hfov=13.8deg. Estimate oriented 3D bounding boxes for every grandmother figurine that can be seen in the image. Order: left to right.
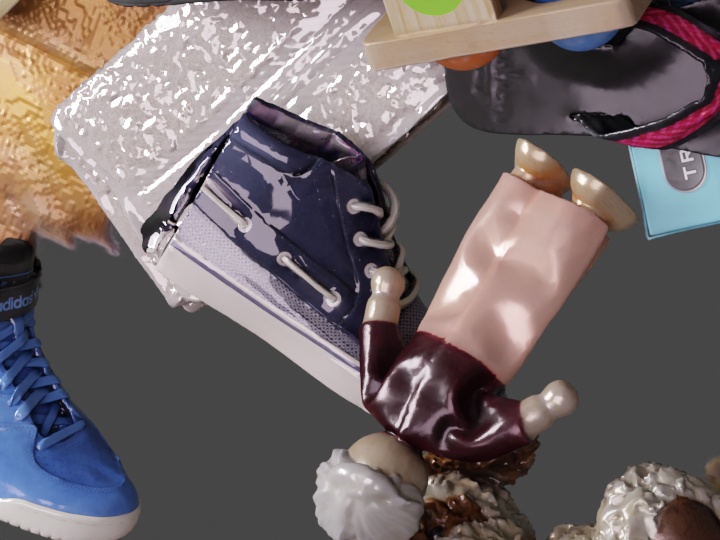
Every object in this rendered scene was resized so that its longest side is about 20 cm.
[{"bbox_3d":[0.048,0.042,1.353,0.121,0.061,0.200,29,82,43],"label":"grandmother figurine"}]

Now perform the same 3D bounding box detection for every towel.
[{"bbox_3d":[-0.054,-0.082,1.467,0.200,0.034,0.133,-41,80,23],"label":"towel"}]

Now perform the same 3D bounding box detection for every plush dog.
[{"bbox_3d":[0.067,0.162,1.383,0.172,0.160,0.200,34,83,16],"label":"plush dog"}]

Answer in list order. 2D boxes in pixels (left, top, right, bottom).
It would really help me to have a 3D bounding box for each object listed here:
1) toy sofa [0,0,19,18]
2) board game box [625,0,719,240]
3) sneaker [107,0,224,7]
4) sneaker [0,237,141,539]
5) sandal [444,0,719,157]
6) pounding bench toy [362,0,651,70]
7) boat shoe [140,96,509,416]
[{"bbox_3d":[-0.152,-0.209,1.478,0.083,0.098,0.200,43,113,-13],"label":"toy sofa"},{"bbox_3d":[0.211,-0.108,1.337,0.200,0.047,0.151,-12,92,25],"label":"board game box"},{"bbox_3d":[-0.073,-0.181,1.393,0.200,0.060,0.104,-4,122,18],"label":"sneaker"},{"bbox_3d":[-0.182,0.047,1.517,0.200,0.077,0.111,36,119,23],"label":"sneaker"},{"bbox_3d":[0.126,-0.086,1.327,0.200,0.045,0.075,-1,96,24],"label":"sandal"},{"bbox_3d":[0.027,-0.168,1.300,0.200,0.124,0.156,-8,114,26],"label":"pounding bench toy"},{"bbox_3d":[0.000,0.000,1.410,0.200,0.075,0.093,30,112,-4],"label":"boat shoe"}]
